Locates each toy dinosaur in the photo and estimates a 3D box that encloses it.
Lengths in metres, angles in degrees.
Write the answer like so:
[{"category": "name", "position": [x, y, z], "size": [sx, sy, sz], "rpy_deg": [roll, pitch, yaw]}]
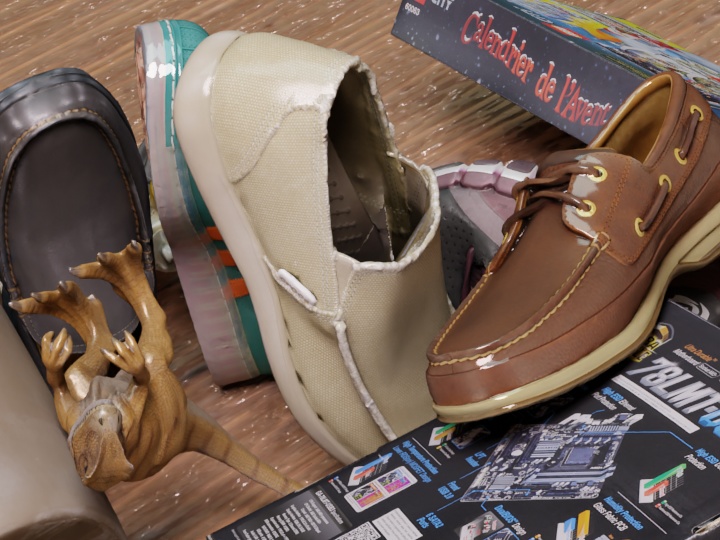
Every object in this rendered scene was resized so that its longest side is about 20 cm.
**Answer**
[{"category": "toy dinosaur", "position": [-0.079, 0.050, 0.929], "size": [0.060, 0.106, 0.200], "rpy_deg": [-23, -9, 15]}]

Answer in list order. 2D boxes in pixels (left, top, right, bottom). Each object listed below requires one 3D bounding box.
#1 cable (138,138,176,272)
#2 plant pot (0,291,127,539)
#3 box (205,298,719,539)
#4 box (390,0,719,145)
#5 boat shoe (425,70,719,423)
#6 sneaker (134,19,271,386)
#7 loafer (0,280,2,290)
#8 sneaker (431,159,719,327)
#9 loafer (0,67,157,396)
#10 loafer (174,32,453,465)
[{"category": "cable", "position": [-0.096, -0.023, 1.188], "size": [0.050, 0.097, 0.200], "rpy_deg": [27, 13, -2]}, {"category": "plant pot", "position": [-0.178, 0.083, 0.921], "size": [0.200, 0.200, 0.173], "rpy_deg": [-30, 53, -31]}, {"category": "box", "position": [0.061, 0.090, 0.869], "size": [0.198, 0.050, 0.200], "rpy_deg": [-26, 17, -8]}, {"category": "box", "position": [0.124, -0.081, 1.164], "size": [0.136, 0.038, 0.200], "rpy_deg": [9, 16, -37]}, {"category": "boat shoe", "position": [0.079, -0.010, 0.956], "size": [0.072, 0.068, 0.200], "rpy_deg": [-9, 21, 41]}, {"category": "sneaker", "position": [-0.040, -0.032, 1.036], "size": [0.080, 0.200, 0.072], "rpy_deg": [-12, 52, 1]}, {"category": "loafer", "position": [-0.188, 0.016, 1.114], "size": [0.068, 0.076, 0.200], "rpy_deg": [-4, 29, 17]}, {"category": "sneaker", "position": [0.081, 0.016, 1.045], "size": [0.199, 0.076, 0.116], "rpy_deg": [3, 36, 19]}, {"category": "loafer", "position": [-0.107, 0.001, 1.004], "size": [0.073, 0.200, 0.072], "rpy_deg": [-23, 58, -11]}, {"category": "loafer", "position": [0.000, 0.000, 0.954], "size": [0.068, 0.200, 0.076], "rpy_deg": [-4, 37, 38]}]
